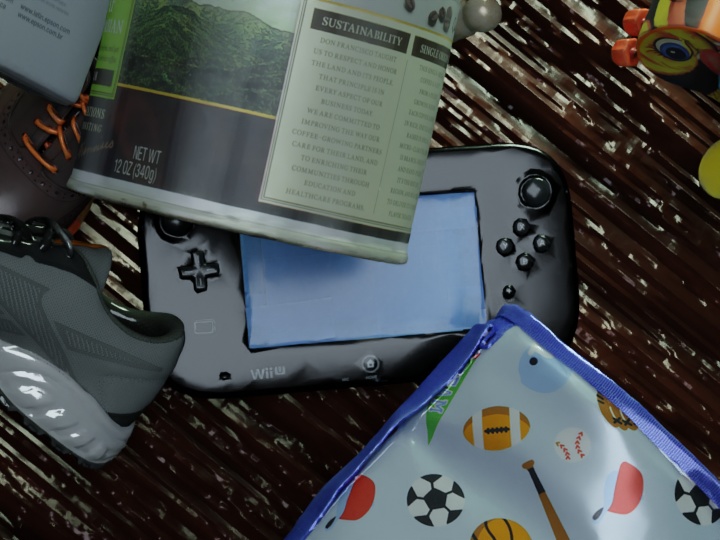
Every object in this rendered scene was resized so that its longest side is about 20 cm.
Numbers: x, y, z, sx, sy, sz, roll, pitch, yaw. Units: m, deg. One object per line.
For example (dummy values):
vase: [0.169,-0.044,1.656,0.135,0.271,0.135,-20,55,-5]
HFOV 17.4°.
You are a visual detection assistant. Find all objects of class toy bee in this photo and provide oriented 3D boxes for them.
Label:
toy bee: [0.176,-0.109,1.085,0.131,0.108,0.200,-44,108,-30]

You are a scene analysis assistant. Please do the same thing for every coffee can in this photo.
coffee can: [-0.029,-0.115,0.963,0.145,0.146,0.201,12,92,-4]

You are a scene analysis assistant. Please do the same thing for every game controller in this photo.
game controller: [0.000,0.000,1.062,0.199,0.042,0.105,-5,80,-7]

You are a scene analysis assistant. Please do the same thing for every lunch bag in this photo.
lunch bag: [0.077,0.139,1.006,0.200,0.124,0.170,44,79,-5]

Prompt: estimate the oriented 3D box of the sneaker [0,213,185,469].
sneaker: [-0.158,-0.001,0.991,0.200,0.074,0.079,39,96,-31]

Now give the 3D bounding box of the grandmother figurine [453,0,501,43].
grandmother figurine: [0.044,-0.143,1.039,0.061,0.200,0.122,44,33,-16]

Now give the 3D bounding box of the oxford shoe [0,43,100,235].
oxford shoe: [-0.133,-0.067,1.042,0.071,0.073,0.200,41,78,1]

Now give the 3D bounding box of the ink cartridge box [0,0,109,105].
ink cartridge box: [-0.142,-0.187,0.935,0.040,0.199,0.201,21,87,28]
